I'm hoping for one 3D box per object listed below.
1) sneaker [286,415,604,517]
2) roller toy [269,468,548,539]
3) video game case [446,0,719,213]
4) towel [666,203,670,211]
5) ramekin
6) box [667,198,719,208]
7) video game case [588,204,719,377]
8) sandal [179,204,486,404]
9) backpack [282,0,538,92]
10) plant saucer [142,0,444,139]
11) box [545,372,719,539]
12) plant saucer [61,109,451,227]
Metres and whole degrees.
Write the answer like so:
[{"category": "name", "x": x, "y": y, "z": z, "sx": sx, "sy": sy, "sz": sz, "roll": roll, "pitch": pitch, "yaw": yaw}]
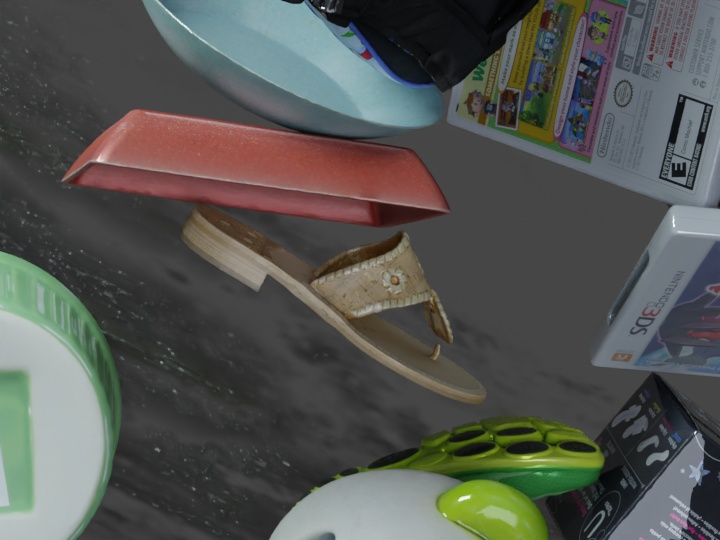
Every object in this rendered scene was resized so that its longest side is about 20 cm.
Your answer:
[{"category": "sneaker", "x": 0.055, "y": 0.146, "z": 1.756, "sx": 0.200, "sy": 0.074, "sz": 0.084, "roll": -19, "pitch": 108, "yaw": 7}, {"category": "roller toy", "x": 0.021, "y": 0.224, "z": 1.671, "sx": 0.182, "sy": 0.140, "sz": 0.200, "roll": -1, "pitch": 118, "yaw": 10}, {"category": "video game case", "x": 0.148, "y": -0.154, "z": 1.663, "sx": 0.182, "sy": 0.022, "sz": 0.200, "roll": 22, "pitch": 110, "yaw": 29}, {"category": "towel", "x": 0.218, "y": -0.132, "z": 1.747, "sx": 0.145, "sy": 0.024, "sz": 0.200, "roll": -31, "pitch": 104, "yaw": -3}, {"category": "ramekin", "x": -0.236, "y": 0.092, "z": 1.682, "sx": 0.200, "sy": 0.098, "sz": 0.200, "roll": -2, "pitch": 102, "yaw": -9}, {"category": "box", "x": 0.226, "y": -0.135, "z": 1.704, "sx": 0.100, "sy": 0.075, "sz": 0.200, "roll": -8, "pitch": 101, "yaw": -8}, {"category": "video game case", "x": 0.255, "y": 0.020, "z": 1.716, "sx": 0.200, "sy": 0.182, "sz": 0.023, "roll": 5, "pitch": 62, "yaw": -10}, {"category": "sandal", "x": 0.000, "y": 0.002, "z": 1.712, "sx": 0.211, "sy": 0.078, "sz": 0.070, "roll": 29, "pitch": 102, "yaw": -8}, {"category": "backpack", "x": 0.032, "y": -0.199, "z": 1.598, "sx": 0.200, "sy": 0.154, "sz": 0.191, "roll": -39, "pitch": 143, "yaw": -3}, {"category": "plant saucer", "x": -0.048, "y": -0.122, "z": 1.623, "sx": 0.201, "sy": 0.201, "sz": 0.039, "roll": 24, "pitch": 112, "yaw": -13}, {"category": "box", "x": 0.228, "y": 0.178, "z": 1.755, "sx": 0.200, "sy": 0.132, "sz": 0.115, "roll": 38, "pitch": 97, "yaw": -14}, {"category": "plant saucer", "x": -0.062, "y": -0.058, "z": 1.633, "sx": 0.199, "sy": 0.200, "sz": 0.037, "roll": 8, "pitch": 86, "yaw": -10}]
